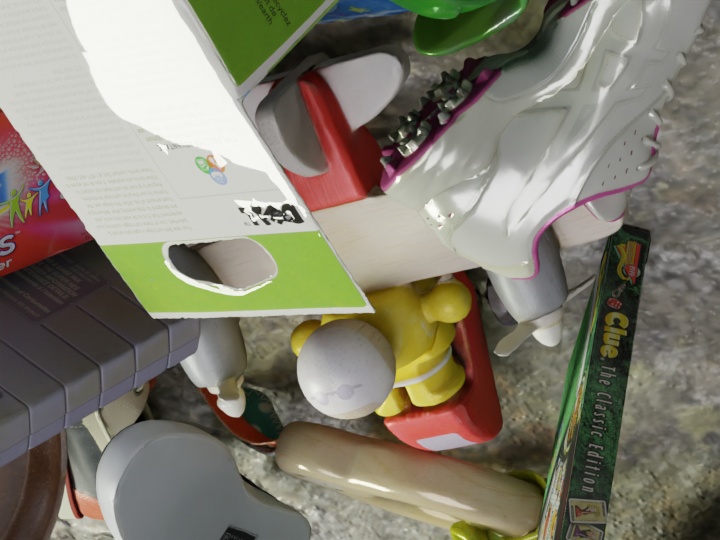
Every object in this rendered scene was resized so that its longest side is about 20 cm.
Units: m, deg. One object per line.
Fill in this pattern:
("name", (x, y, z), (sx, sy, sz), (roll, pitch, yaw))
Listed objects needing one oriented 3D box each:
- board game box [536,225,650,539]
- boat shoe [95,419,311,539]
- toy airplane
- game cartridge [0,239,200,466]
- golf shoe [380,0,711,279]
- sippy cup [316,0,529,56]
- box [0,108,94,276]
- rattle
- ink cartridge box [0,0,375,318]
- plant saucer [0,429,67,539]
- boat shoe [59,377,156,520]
("board game box", (0.102, 0.085, 1.174), (0.023, 0.201, 0.105), (12, 137, 3))
("boat shoe", (-0.091, 0.110, 1.290), (0.068, 0.074, 0.199), (34, -179, 28))
("toy airplane", (0.000, 0.000, 1.160), (0.198, 0.142, 0.200), (22, 136, -6))
("game cartridge", (-0.183, 0.007, 1.169), (0.199, 0.129, 0.039), (33, 130, 31))
("golf shoe", (0.103, -0.079, 1.066), (0.200, 0.075, 0.092), (-41, 101, 14))
("sippy cup", (-0.017, -0.156, 1.026), (0.130, 0.139, 0.179), (-13, 104, 39))
("box", (-0.202, -0.050, 1.122), (0.199, 0.096, 0.100), (-23, 140, -24))
("rattle", (-0.003, 0.141, 1.286), (0.198, 0.130, 0.144), (15, 97, -2))
("ink cartridge box", (-0.072, -0.081, 0.994), (0.147, 0.076, 0.201), (-3, 127, 47))
("plant saucer", (-0.241, 0.088, 1.231), (0.199, 0.202, 0.034), (21, 178, -6))
("boat shoe", (-0.134, 0.058, 1.307), (0.062, 0.072, 0.201), (1, 136, 6))
